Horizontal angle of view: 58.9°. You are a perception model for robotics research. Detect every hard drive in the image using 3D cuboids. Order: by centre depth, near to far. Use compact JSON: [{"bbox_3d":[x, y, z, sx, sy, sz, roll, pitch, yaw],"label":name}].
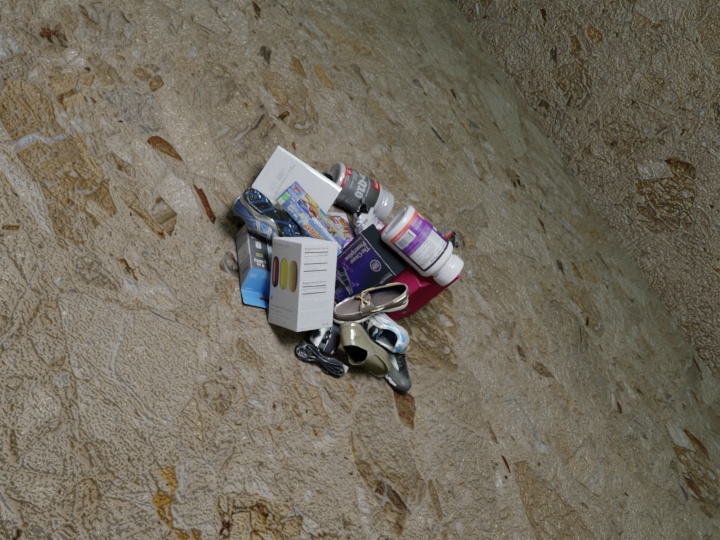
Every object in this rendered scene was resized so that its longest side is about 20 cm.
[{"bbox_3d":[-0.167,-0.217,1.674,0.200,0.132,0.026,33,-4,-8],"label":"hard drive"}]

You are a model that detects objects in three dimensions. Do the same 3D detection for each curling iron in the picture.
[{"bbox_3d":[0.221,-0.063,1.720,0.050,0.026,0.200,50,38,7],"label":"curling iron"}]

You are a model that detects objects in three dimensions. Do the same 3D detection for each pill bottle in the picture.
[{"bbox_3d":[0.157,-0.056,1.581,0.200,0.111,0.112,42,38,-12],"label":"pill bottle"},{"bbox_3d":[-0.006,-0.227,1.888,0.200,0.114,0.114,24,44,-28],"label":"pill bottle"}]

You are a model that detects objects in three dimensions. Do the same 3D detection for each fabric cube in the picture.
[{"bbox_3d":[0.110,0.002,1.740,0.196,0.199,0.200,-9,65,-49],"label":"fabric cube"}]

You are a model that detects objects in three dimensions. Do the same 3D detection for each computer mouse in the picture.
[{"bbox_3d":[-0.076,0.149,1.553,0.138,0.053,0.200,31,41,-20],"label":"computer mouse"}]

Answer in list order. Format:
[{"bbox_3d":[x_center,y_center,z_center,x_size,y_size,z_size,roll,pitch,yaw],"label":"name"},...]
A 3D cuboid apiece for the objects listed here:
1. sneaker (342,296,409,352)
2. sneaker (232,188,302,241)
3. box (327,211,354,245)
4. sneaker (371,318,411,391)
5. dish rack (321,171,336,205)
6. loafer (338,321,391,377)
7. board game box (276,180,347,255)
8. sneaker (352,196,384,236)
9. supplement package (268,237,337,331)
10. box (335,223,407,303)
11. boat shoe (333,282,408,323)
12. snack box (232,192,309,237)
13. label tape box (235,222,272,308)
[{"bbox_3d":[0.031,0.131,1.580,0.200,0.072,0.072,34,25,17],"label":"sneaker"},{"bbox_3d":[-0.217,-0.110,1.519,0.200,0.077,0.076,44,37,-22],"label":"sneaker"},{"bbox_3d":[-0.103,-0.100,1.748,0.200,0.039,0.137,3,56,-43],"label":"box"},{"bbox_3d":[0.088,0.209,1.630,0.066,0.090,0.200,-3,61,-44],"label":"sneaker"},{"bbox_3d":[-0.170,-0.238,1.755,0.200,0.055,0.154,19,34,-21],"label":"dish rack"},{"bbox_3d":[0.006,0.205,1.544,0.200,0.076,0.068,49,40,-33],"label":"loafer"},{"bbox_3d":[-0.117,-0.127,1.589,0.200,0.034,0.135,48,16,-10],"label":"board game box"},{"bbox_3d":[0.033,-0.145,1.835,0.200,0.078,0.140,-22,94,-70],"label":"sneaker"},{"bbox_3d":[-0.134,0.027,1.471,0.109,0.114,0.201,-4,101,-45],"label":"supplement package"},{"bbox_3d":[0.000,0.000,1.631,0.141,0.200,0.079,49,37,1],"label":"box"},{"bbox_3d":[0.024,0.077,1.551,0.199,0.060,0.072,-13,54,-13],"label":"boat shoe"},{"bbox_3d":[-0.212,-0.137,1.608,0.200,0.037,0.116,27,20,-4],"label":"snack box"},{"bbox_3d":[-0.217,-0.007,1.538,0.143,0.066,0.200,15,47,-36],"label":"label tape box"}]
